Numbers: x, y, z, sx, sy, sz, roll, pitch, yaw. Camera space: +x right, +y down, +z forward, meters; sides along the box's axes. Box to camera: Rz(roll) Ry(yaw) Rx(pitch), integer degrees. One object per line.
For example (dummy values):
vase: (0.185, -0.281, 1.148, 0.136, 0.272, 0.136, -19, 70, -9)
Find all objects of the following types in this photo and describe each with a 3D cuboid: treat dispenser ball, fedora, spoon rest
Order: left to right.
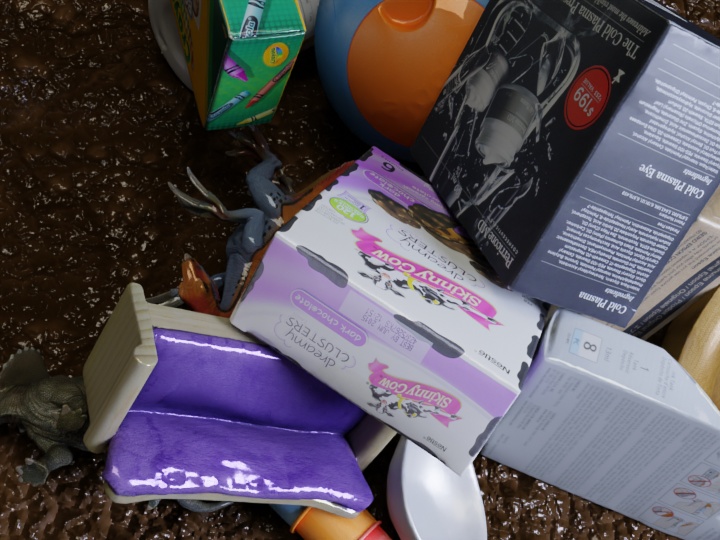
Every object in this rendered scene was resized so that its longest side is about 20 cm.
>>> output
spoon rest: (0.042, 0.114, 0.728, 0.099, 0.060, 0.202, 15, 50, -52)
treat dispenser ball: (0.061, -0.189, 0.861, 0.198, 0.202, 0.203, 5, 56, -8)
fedora: (0.286, 0.066, 0.785, 0.199, 0.203, 0.082, -16, 25, -21)

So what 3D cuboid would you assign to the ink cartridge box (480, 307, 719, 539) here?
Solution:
ink cartridge box: (0.196, 0.115, 0.717, 0.198, 0.161, 0.048, 21, 56, 2)

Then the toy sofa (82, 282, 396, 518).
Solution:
toy sofa: (-0.063, 0.084, 0.642, 0.198, 0.083, 0.098, 13, 38, -33)

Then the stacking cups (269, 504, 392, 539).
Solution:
stacking cups: (-0.046, 0.145, 0.707, 0.060, 0.061, 0.200, -36, 71, -29)

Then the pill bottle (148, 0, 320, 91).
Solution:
pill bottle: (-0.077, -0.243, 0.921, 0.111, 0.111, 0.199, 43, 59, 17)

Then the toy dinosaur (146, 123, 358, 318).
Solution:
toy dinosaur: (-0.074, -0.030, 0.764, 0.197, 0.106, 0.183, -9, 43, -1)

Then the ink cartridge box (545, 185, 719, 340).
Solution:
ink cartridge box: (0.194, -0.059, 0.778, 0.074, 0.165, 0.202, 15, 50, -25)

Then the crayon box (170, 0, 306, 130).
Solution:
crayon box: (-0.103, -0.222, 0.770, 0.058, 0.119, 0.202, -10, 70, -21)

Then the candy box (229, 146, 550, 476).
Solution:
candy box: (0.034, 0.015, 0.679, 0.167, 0.072, 0.200, 33, 27, 3)

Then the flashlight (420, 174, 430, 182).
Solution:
flashlight: (0.000, 0.000, 0.807, 0.068, 0.068, 0.199, 40, 57, 20)

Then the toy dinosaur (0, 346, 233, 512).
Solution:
toy dinosaur: (-0.171, 0.102, 0.696, 0.198, 0.078, 0.102, 16, 21, -17)

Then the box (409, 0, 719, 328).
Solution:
box: (0.143, -0.099, 0.699, 0.103, 0.183, 0.200, 16, 24, -27)
